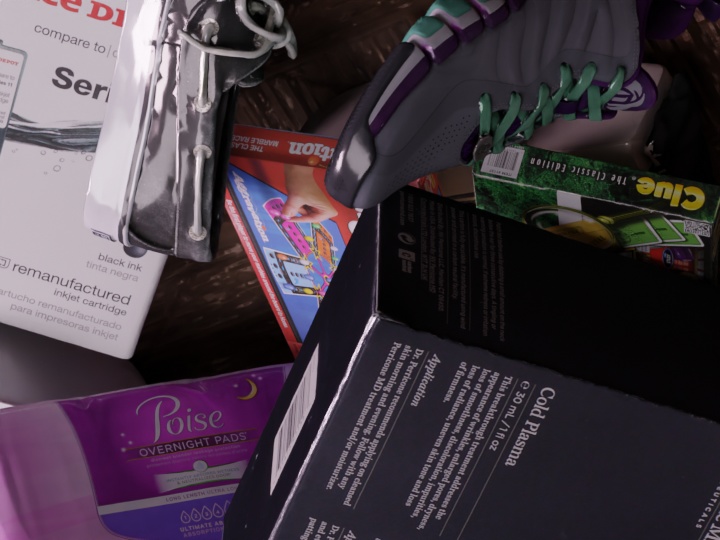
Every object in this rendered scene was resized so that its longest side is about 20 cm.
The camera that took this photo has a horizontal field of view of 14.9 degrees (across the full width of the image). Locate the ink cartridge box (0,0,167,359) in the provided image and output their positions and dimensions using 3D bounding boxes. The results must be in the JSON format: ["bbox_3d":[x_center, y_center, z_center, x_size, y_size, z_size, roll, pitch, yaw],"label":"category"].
[{"bbox_3d":[-0.141,-0.076,1.269,0.146,0.083,0.200,17,122,-7],"label":"ink cartridge box"}]

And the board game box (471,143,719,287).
[{"bbox_3d":[0.106,0.008,1.218,0.105,0.023,0.200,14,155,14],"label":"board game box"}]

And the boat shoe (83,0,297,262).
[{"bbox_3d":[-0.062,-0.098,1.152,0.068,0.074,0.200,17,104,7],"label":"boat shoe"}]

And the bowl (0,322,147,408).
[{"bbox_3d":[-0.220,0.064,1.383,0.199,0.075,0.200,-17,157,32],"label":"bowl"}]

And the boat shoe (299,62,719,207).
[{"bbox_3d":[0.070,-0.036,1.242,0.200,0.075,0.093,1,138,35],"label":"boat shoe"}]

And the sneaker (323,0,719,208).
[{"bbox_3d":[0.071,-0.081,1.124,0.087,0.200,0.074,38,150,10],"label":"sneaker"}]

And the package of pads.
[{"bbox_3d":[-0.089,0.113,1.292,0.200,0.121,0.076,-9,149,-20],"label":"package of pads"}]

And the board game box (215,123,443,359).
[{"bbox_3d":[0.000,0.000,1.268,0.103,0.019,0.200,8,151,19],"label":"board game box"}]

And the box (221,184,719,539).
[{"bbox_3d":[0.055,0.090,1.157,0.182,0.104,0.200,19,122,-11],"label":"box"}]
